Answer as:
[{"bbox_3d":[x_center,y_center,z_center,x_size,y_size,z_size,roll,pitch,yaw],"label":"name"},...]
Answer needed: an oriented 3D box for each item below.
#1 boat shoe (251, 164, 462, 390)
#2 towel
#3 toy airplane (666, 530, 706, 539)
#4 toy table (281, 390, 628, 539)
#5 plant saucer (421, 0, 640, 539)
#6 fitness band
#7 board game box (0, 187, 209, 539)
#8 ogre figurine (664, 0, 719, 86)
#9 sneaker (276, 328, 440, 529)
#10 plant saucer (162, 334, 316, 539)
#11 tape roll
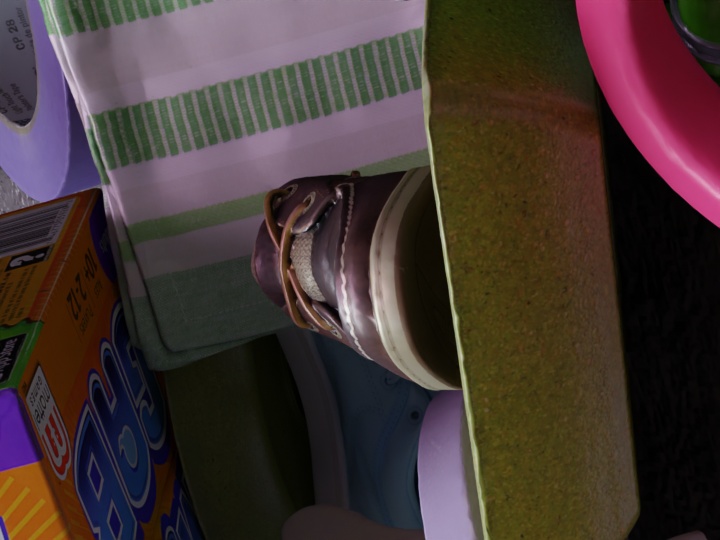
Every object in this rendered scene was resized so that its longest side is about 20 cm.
[{"bbox_3d":[0.000,0.000,0.912,0.200,0.072,0.072,-61,-35,-80],"label":"boat shoe"},{"bbox_3d":[-0.036,-0.078,1.015,0.023,0.152,0.200,-52,-54,-83],"label":"towel"},{"bbox_3d":[0.146,0.163,0.834,0.200,0.141,0.200,56,-149,-75],"label":"toy airplane"},{"bbox_3d":[0.027,0.134,0.968,0.184,0.117,0.200,49,-158,-23],"label":"toy table"},{"bbox_3d":[0.056,-0.015,0.884,0.200,0.048,0.200,-85,-12,-60],"label":"plant saucer"},{"bbox_3d":[0.134,-0.048,0.710,0.200,0.037,0.144,11,147,51],"label":"fitness band"},{"bbox_3d":[-0.167,0.117,1.012,0.200,0.199,0.200,-82,-25,-69],"label":"board game box"},{"bbox_3d":[0.069,-0.139,0.793,0.120,0.098,0.200,168,88,-73],"label":"ogre figurine"},{"bbox_3d":[0.020,0.035,1.085,0.082,0.074,0.200,0,109,43],"label":"sneaker"},{"bbox_3d":[-0.037,0.039,1.131,0.200,0.031,0.201,-9,-90,-77],"label":"plant saucer"},{"bbox_3d":[-0.131,-0.137,1.234,0.200,0.085,0.200,50,150,43],"label":"tape roll"}]
